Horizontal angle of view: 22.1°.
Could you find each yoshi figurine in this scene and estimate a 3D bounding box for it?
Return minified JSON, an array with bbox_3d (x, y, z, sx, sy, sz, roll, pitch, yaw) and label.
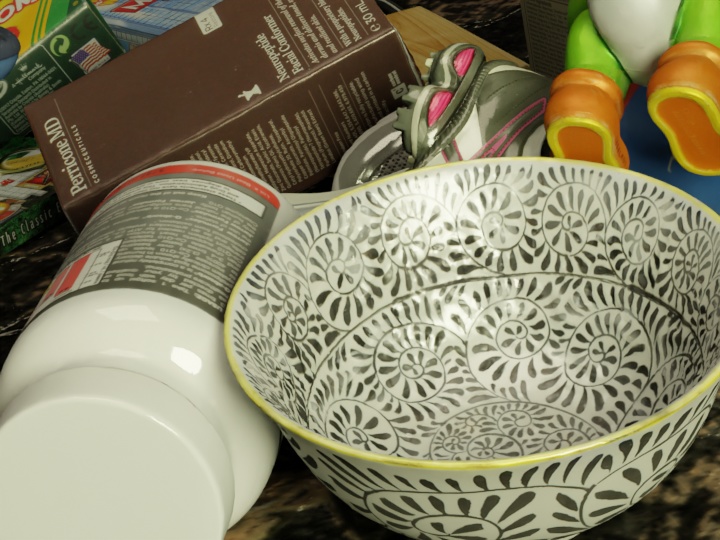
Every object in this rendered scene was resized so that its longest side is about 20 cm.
[{"bbox_3d":[0.139,-0.120,0.815,0.112,0.112,0.201,19,57,-10],"label":"yoshi figurine"}]

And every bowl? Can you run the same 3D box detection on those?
[{"bbox_3d":[0.052,0.046,0.710,0.199,0.095,0.201,-6,32,4],"label":"bowl"}]

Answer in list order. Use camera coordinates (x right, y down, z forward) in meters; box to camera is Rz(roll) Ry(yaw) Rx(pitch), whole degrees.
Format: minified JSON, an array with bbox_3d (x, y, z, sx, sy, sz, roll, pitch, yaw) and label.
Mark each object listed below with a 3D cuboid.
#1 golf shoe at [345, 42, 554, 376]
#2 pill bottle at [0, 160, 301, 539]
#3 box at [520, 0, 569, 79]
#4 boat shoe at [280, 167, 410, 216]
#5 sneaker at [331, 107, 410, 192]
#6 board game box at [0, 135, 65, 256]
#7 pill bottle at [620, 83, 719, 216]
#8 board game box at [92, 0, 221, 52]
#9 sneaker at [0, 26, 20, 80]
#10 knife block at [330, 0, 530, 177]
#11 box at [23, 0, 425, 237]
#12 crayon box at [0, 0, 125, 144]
[{"bbox_3d":[0.040,-0.010,0.811,0.087,0.077,0.201,18,67,18],"label":"golf shoe"},{"bbox_3d":[-0.084,0.043,0.760,0.115,0.117,0.200,-6,25,11],"label":"pill bottle"},{"bbox_3d":[0.140,-0.188,1.060,0.077,0.201,0.095,-20,26,-21],"label":"box"},{"bbox_3d":[-0.001,-0.001,0.895,0.199,0.070,0.072,-6,42,10],"label":"boat shoe"},{"bbox_3d":[0.083,-0.051,0.940,0.198,0.075,0.082,-11,23,-2],"label":"sneaker"},{"bbox_3d":[-0.237,-0.030,1.094,0.104,0.024,0.200,5,29,36],"label":"board game box"},{"bbox_3d":[0.201,-0.032,0.809,0.112,0.113,0.200,-23,27,-25],"label":"pill bottle"},{"bbox_3d":[-0.122,-0.175,1.309,0.199,0.062,0.200,9,32,36],"label":"board game box"},{"bbox_3d":[-0.294,-0.087,1.137,0.199,0.083,0.074,-32,31,-19],"label":"sneaker"},{"bbox_3d":[0.034,-0.120,1.122,0.198,0.064,0.176,1,28,25],"label":"knife block"},{"bbox_3d":[-0.073,-0.086,1.001,0.199,0.075,0.100,-30,45,-1],"label":"box"},{"bbox_3d":[-0.247,-0.164,1.261,0.127,0.051,0.200,-38,37,0],"label":"crayon box"}]
